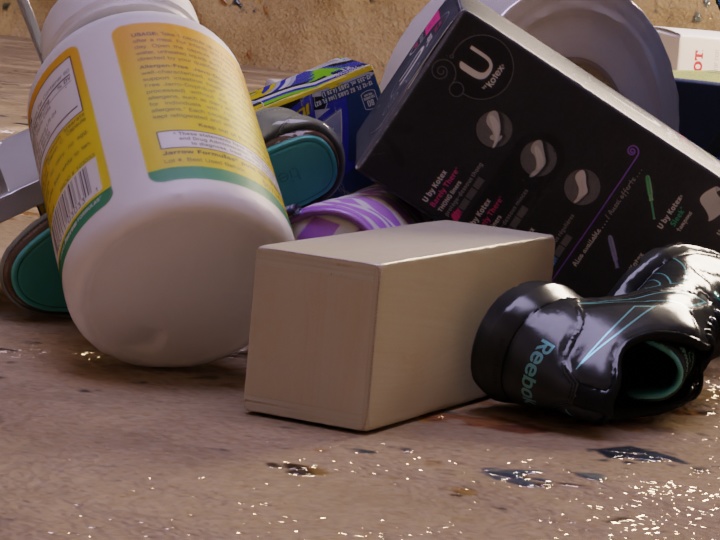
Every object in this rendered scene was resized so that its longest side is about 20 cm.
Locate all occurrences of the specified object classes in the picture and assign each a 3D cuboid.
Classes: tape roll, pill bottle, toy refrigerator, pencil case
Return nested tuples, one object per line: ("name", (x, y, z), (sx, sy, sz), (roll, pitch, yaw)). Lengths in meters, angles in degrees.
("tape roll", (0.103, -0.080, 1.592), (0.202, 0.203, 0.071), (-1, 9, -41))
("pill bottle", (-0.104, -0.056, 1.287), (0.113, 0.113, 0.200), (3, 40, -20))
("toy refrigerator", (0.020, 0.022, 1.232), (0.070, 0.076, 0.200), (9, 9, 25))
("pencil case", (0.000, 0.000, 1.391), (0.085, 0.084, 0.200), (-32, -4, 16))

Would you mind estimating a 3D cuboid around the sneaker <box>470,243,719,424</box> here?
("sneaker", (0.140, 0.040, 1.257), (0.079, 0.075, 0.200), (25, 26, 37))

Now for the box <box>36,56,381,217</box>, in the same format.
("box", (-0.081, -0.053, 1.474), (0.200, 0.070, 0.064), (-22, 15, -12))

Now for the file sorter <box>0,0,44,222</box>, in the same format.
("file sorter", (-0.231, -0.090, 1.410), (0.200, 0.125, 0.139), (-27, 18, -24))

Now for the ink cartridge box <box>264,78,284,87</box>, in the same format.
("ink cartridge box", (-0.023, -0.054, 1.624), (0.068, 0.115, 0.200), (3, 8, -7))

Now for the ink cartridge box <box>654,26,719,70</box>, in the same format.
("ink cartridge box", (0.398, -0.168, 2.676), (0.200, 0.147, 0.146), (4, 8, -7))

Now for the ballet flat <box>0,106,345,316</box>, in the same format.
("ballet flat", (-0.104, -0.031, 1.401), (0.200, 0.067, 0.064), (-23, 25, -15))

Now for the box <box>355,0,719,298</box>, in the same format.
("box", (0.107, -0.052, 1.407), (0.200, 0.106, 0.122), (33, 9, -7))

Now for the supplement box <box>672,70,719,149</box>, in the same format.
("supplement box", (0.288, -0.071, 1.894), (0.200, 0.134, 0.200), (10, 9, 35))

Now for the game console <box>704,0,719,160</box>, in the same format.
("game console", (0.209, -0.094, 1.588), (0.118, 0.171, 0.200), (35, -4, 21))
